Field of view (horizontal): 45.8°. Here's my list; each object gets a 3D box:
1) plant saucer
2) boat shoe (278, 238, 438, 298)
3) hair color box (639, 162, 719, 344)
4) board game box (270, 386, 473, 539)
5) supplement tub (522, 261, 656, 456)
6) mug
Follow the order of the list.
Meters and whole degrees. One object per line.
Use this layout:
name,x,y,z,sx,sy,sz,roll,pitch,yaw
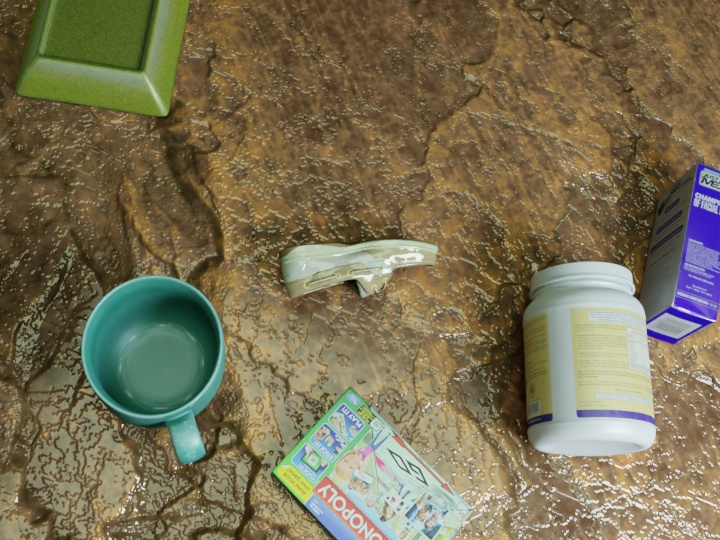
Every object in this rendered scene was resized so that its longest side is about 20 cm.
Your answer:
plant saucer,-0.334,-0.314,1.109,0.196,0.048,0.203,8,70,-5
boat shoe,0.000,0.000,1.041,0.196,0.074,0.068,-4,84,-8
hair color box,0.413,-0.020,1.081,0.064,0.110,0.203,17,70,-2
board game box,0.013,0.253,0.972,0.200,0.029,0.135,43,70,8
supplement tub,0.264,0.106,0.996,0.143,0.146,0.204,4,70,-6
mug,-0.227,0.111,0.941,0.149,0.115,0.188,11,70,-4
